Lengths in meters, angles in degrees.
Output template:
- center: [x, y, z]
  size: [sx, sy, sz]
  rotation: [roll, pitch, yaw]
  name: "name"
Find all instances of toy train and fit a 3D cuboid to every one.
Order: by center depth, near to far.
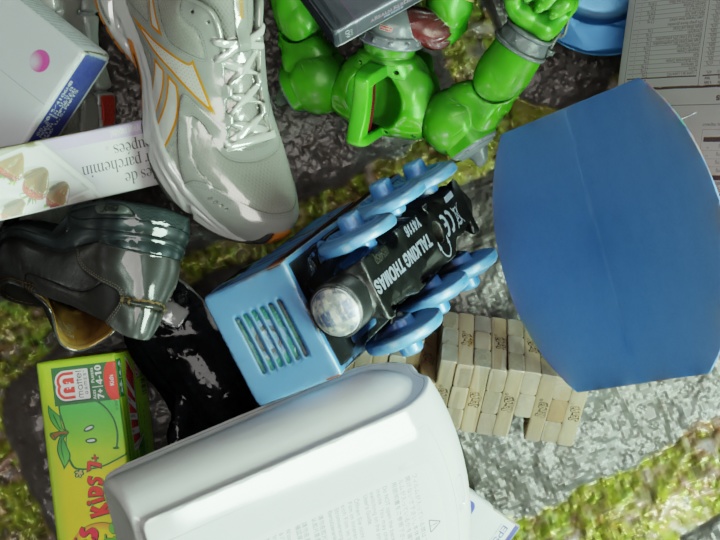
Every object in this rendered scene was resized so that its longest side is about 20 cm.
- center: [0.000, 0.000, 0.930]
  size: [0.114, 0.200, 0.087]
  rotation: [-21, 100, 27]
  name: "toy train"

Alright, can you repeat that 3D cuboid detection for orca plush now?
- center: [-0.096, 0.098, 0.978]
  size: [0.071, 0.105, 0.201]
  rotation: [-43, 124, -42]
  name: "orca plush"

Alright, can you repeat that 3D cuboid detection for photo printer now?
- center: [-0.030, 0.149, 0.904]
  size: [0.199, 0.069, 0.167]
  rotation: [-22, 120, -22]
  name: "photo printer"

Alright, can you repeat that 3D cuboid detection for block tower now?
- center: [0.035, 0.059, 1.000]
  size: [0.199, 0.054, 0.058]
  rotation: [9, 124, -2]
  name: "block tower"

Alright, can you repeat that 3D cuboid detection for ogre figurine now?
- center: [0.020, -0.138, 0.981]
  size: [0.199, 0.098, 0.120]
  rotation: [13, 107, 0]
  name: "ogre figurine"

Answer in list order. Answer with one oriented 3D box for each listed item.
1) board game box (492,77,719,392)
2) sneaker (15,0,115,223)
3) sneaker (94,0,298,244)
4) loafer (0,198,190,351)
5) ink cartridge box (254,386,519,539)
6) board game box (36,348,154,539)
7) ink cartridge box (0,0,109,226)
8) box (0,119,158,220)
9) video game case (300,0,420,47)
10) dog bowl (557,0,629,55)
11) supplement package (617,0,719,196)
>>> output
- center: [0.149, -0.018, 0.913]
  size: [0.039, 0.200, 0.159]
  rotation: [-14, 88, -29]
  name: "board game box"
- center: [-0.204, -0.120, 1.008]
  size: [0.082, 0.077, 0.201]
  rotation: [2, 90, 26]
  name: "sneaker"
- center: [-0.081, -0.112, 0.911]
  size: [0.076, 0.092, 0.201]
  rotation: [-18, 78, -42]
  name: "sneaker"
- center: [-0.165, 0.010, 0.935]
  size: [0.073, 0.200, 0.073]
  rotation: [12, 77, -27]
  name: "loafer"
- center: [0.001, 0.145, 0.986]
  size: [0.200, 0.039, 0.100]
  rotation: [39, 87, -35]
  name: "ink cartridge box"
- center: [-0.148, 0.149, 0.977]
  size: [0.047, 0.102, 0.201]
  rotation: [-7, 89, 2]
  name: "board game box"
- center: [-0.277, -0.102, 0.965]
  size: [0.200, 0.043, 0.197]
  rotation: [37, 100, 13]
  name: "ink cartridge box"
- center: [-0.172, -0.054, 0.909]
  size: [0.200, 0.041, 0.039]
  rotation: [-17, 100, -40]
  name: "box"
- center: [0.034, -0.229, 0.951]
  size: [0.200, 0.019, 0.143]
  rotation: [-30, 65, -10]
  name: "video game case"
- center: [0.119, -0.220, 1.020]
  size: [0.111, 0.050, 0.200]
  rotation: [-41, 90, -2]
  name: "dog bowl"
- center: [0.250, -0.098, 0.946]
  size: [0.151, 0.150, 0.201]
  rotation: [9, 89, -35]
  name: "supplement package"
